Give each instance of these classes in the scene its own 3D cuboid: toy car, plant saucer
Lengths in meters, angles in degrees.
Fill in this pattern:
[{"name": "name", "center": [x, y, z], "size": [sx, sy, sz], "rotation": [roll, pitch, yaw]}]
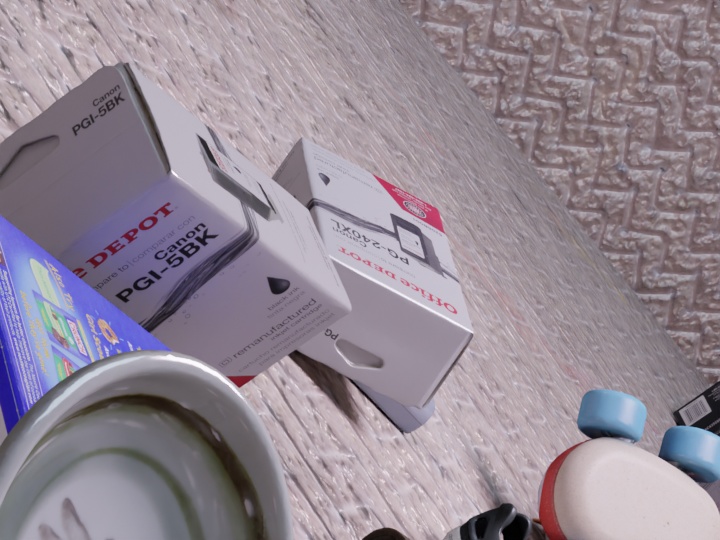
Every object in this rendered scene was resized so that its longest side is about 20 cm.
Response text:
[{"name": "toy car", "center": [0.212, 0.231, 1.966], "size": [0.176, 0.186, 0.200], "rotation": [24, -21, -20]}, {"name": "plant saucer", "center": [-0.106, 0.132, 0.884], "size": [0.199, 0.050, 0.202], "rotation": [-6, 98, -52]}]

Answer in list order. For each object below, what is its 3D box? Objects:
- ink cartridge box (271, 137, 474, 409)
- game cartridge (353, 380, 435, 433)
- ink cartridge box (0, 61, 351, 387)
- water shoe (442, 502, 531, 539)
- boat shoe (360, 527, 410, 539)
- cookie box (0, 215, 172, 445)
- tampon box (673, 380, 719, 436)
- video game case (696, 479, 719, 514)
[{"name": "ink cartridge box", "center": [0.000, 0.000, 1.709], "size": [0.144, 0.084, 0.201], "rotation": [27, 23, -22]}, {"name": "game cartridge", "center": [0.004, 0.044, 1.839], "size": [0.133, 0.041, 0.201], "rotation": [42, 17, -36]}, {"name": "ink cartridge box", "center": [-0.119, -0.004, 1.166], "size": [0.200, 0.146, 0.083], "rotation": [37, 22, -54]}, {"name": "water shoe", "center": [0.125, 0.259, 1.591], "size": [0.071, 0.079, 0.201], "rotation": [39, 19, -54]}, {"name": "boat shoe", "center": [0.058, 0.248, 1.360], "size": [0.068, 0.072, 0.201], "rotation": [42, 17, -43]}, {"name": "cookie box", "center": [-0.135, 0.085, 1.014], "size": [0.200, 0.075, 0.172], "rotation": [43, 17, -45]}, {"name": "tampon box", "center": [0.631, 0.281, 3.495], "size": [0.200, 0.149, 0.127], "rotation": [45, 15, -42]}, {"name": "video game case", "center": [0.289, 0.269, 1.995], "size": [0.022, 0.182, 0.201], "rotation": [34, 19, -26]}]
